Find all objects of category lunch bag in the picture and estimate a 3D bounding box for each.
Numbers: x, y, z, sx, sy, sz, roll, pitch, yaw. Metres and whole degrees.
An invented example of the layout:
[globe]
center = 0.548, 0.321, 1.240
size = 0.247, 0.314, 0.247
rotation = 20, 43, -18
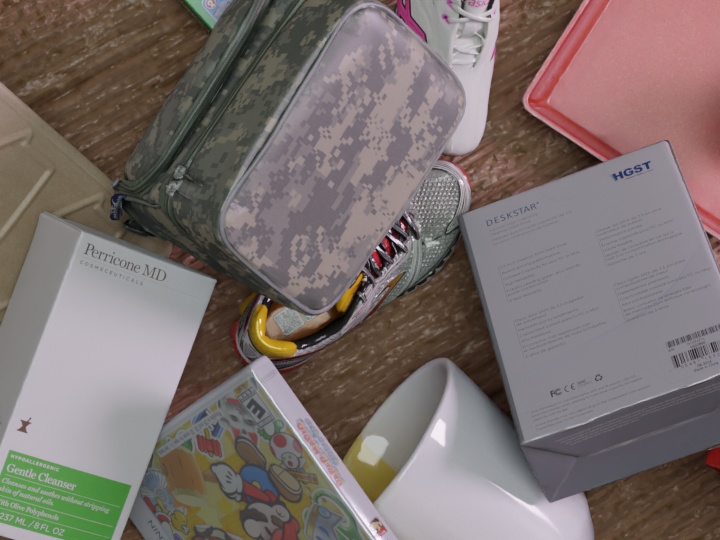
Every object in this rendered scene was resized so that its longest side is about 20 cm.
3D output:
[lunch bag]
center = -0.059, -0.088, 1.236
size = 0.139, 0.168, 0.200
rotation = 37, 82, -41

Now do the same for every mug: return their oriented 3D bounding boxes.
[mug]
center = 0.064, 0.169, 1.286
size = 0.153, 0.187, 0.150
rotation = 36, 51, -11

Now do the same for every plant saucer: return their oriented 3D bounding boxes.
[plant saucer]
center = 0.243, -0.143, 1.354
size = 0.200, 0.037, 0.200
rotation = 33, 84, -4

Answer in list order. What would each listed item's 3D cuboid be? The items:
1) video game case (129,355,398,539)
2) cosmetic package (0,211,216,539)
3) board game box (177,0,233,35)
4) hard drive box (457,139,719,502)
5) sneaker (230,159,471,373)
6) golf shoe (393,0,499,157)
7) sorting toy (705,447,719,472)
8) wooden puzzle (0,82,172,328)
[video game case]
center = -0.068, 0.168, 1.237
size = 0.182, 0.200, 0.023
rotation = 54, 45, -1
[cosmetic package]
center = -0.186, 0.076, 1.240
size = 0.107, 0.085, 0.201
rotation = 19, 92, -29
[board game box]
center = -0.040, -0.241, 1.334
size = 0.200, 0.029, 0.135
rotation = -42, 91, -7
[hard drive box]
center = 0.163, 0.030, 1.245
size = 0.155, 0.077, 0.201
rotation = -19, 49, 9
[sneaker]
center = 0.000, 0.000, 1.298
size = 0.200, 0.082, 0.078
rotation = -43, 91, -7
[golf shoe]
center = 0.058, -0.173, 1.296
size = 0.072, 0.092, 0.201
rotation = -11, 104, -17
[sorting toy]
center = 0.322, 0.084, 1.288
size = 0.069, 0.199, 0.201
rotation = 14, 81, 40
[wooden puzzle]
center = -0.248, -0.009, 1.260
size = 0.200, 0.046, 0.186
rotation = 42, 77, -32
